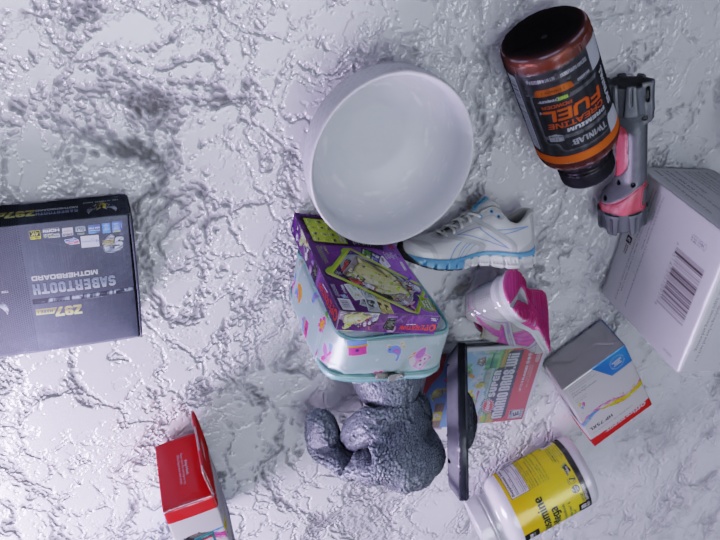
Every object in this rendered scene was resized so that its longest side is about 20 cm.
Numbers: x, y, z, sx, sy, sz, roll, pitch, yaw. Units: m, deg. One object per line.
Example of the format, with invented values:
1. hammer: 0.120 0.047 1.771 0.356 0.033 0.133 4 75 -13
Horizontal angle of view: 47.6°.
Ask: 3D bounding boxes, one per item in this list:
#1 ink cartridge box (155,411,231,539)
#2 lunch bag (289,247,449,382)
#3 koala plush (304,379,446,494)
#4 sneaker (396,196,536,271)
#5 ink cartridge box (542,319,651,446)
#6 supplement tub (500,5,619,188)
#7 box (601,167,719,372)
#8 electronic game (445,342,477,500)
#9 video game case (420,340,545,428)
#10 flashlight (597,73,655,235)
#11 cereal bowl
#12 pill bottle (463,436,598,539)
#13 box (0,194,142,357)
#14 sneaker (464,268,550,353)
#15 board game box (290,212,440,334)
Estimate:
1. ink cartridge box: -0.214 0.299 1.059 0.066 0.117 0.204 -16 124 -10
2. lunch bag: 0.010 0.048 0.951 0.156 0.201 0.079 2 123 -24
3. koala plush: 0.036 0.164 1.066 0.173 0.183 0.206 -3 104 -30
4. sneaker: 0.136 -0.050 1.032 0.195 0.075 0.089 -4 109 -23
5. ink cartridge box: 0.374 0.187 1.266 0.115 0.068 0.201 -35 127 3
6. supplement tub: 0.240 -0.194 0.951 0.106 0.107 0.202 -32 127 1
7. box: 0.451 -0.005 1.096 0.127 0.201 0.203 0 121 -19
8. electronic game: 0.135 0.198 1.081 0.040 0.202 0.204 -1 124 7
9. video game case: 0.174 0.167 1.204 0.195 0.018 0.146 -2 121 -21
10. flashlight: 0.336 -0.148 1.050 0.066 0.068 0.204 -16 120 -7
11. cereal bowl: 0.025 -0.137 0.914 0.195 0.084 0.204 -10 124 -15
12. pill bottle: 0.269 0.361 1.304 0.197 0.113 0.114 -28 127 -3
13. box: -0.340 0.008 0.878 0.195 0.051 0.161 -7 124 -18
14. sneaker: 0.203 0.061 1.119 0.086 0.083 0.199 -13 148 29
15. board game box: 0.000 0.000 0.917 0.117 0.201 0.033 1 122 -21
